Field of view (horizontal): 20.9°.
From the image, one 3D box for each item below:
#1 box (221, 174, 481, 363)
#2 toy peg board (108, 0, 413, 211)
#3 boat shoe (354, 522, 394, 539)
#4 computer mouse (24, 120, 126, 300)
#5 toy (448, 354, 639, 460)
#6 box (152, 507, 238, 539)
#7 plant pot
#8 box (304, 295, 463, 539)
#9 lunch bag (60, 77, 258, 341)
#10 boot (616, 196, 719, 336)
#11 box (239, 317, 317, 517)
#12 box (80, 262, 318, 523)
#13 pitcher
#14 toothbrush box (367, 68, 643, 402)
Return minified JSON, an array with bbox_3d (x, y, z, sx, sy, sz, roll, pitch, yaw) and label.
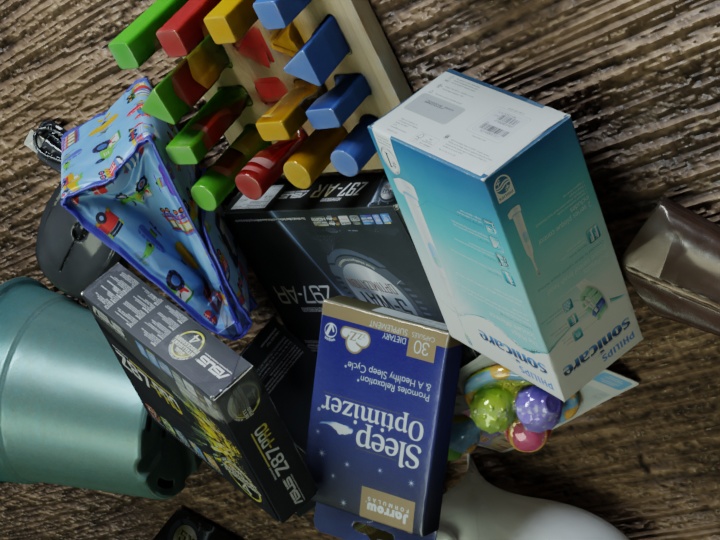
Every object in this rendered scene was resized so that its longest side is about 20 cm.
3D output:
[{"bbox_3d":[0.000,0.000,1.593,0.199,0.044,0.161,0,129,42],"label":"box"},{"bbox_3d":[-0.077,-0.137,1.474,0.198,0.098,0.201,0,129,42],"label":"toy peg board"},{"bbox_3d":[0.036,0.227,1.801,0.073,0.063,0.201,28,149,7],"label":"boat shoe"},{"bbox_3d":[-0.258,-0.034,1.782,0.138,0.053,0.201,33,144,8],"label":"computer mouse"},{"bbox_3d":[0.119,0.118,1.577,0.114,0.048,0.200,21,153,-22],"label":"toy"},{"bbox_3d":[-0.149,0.372,2.084,0.163,0.086,0.201,26,142,19],"label":"box"},{"bbox_3d":[-0.252,0.123,1.840,0.194,0.201,0.202,11,136,22],"label":"plant pot"},{"bbox_3d":[0.015,0.132,1.568,0.120,0.032,0.202,14,105,30],"label":"box"},{"bbox_3d":[-0.152,-0.034,1.599,0.094,0.151,0.201,-34,114,7],"label":"lunch bag"},{"bbox_3d":[0.274,0.053,1.386,0.198,0.064,0.188,20,126,21],"label":"boot"},{"bbox_3d":[-0.065,0.134,1.724,0.141,0.079,0.200,43,161,0],"label":"box"},{"bbox_3d":[-0.131,0.099,1.587,0.199,0.049,0.162,34,154,42],"label":"box"},{"bbox_3d":[0.135,0.254,1.636,0.199,0.171,0.122,30,121,16],"label":"pitcher"},{"bbox_3d":[0.105,-0.026,1.402,0.146,0.085,0.201,28,147,52],"label":"toothbrush box"}]
